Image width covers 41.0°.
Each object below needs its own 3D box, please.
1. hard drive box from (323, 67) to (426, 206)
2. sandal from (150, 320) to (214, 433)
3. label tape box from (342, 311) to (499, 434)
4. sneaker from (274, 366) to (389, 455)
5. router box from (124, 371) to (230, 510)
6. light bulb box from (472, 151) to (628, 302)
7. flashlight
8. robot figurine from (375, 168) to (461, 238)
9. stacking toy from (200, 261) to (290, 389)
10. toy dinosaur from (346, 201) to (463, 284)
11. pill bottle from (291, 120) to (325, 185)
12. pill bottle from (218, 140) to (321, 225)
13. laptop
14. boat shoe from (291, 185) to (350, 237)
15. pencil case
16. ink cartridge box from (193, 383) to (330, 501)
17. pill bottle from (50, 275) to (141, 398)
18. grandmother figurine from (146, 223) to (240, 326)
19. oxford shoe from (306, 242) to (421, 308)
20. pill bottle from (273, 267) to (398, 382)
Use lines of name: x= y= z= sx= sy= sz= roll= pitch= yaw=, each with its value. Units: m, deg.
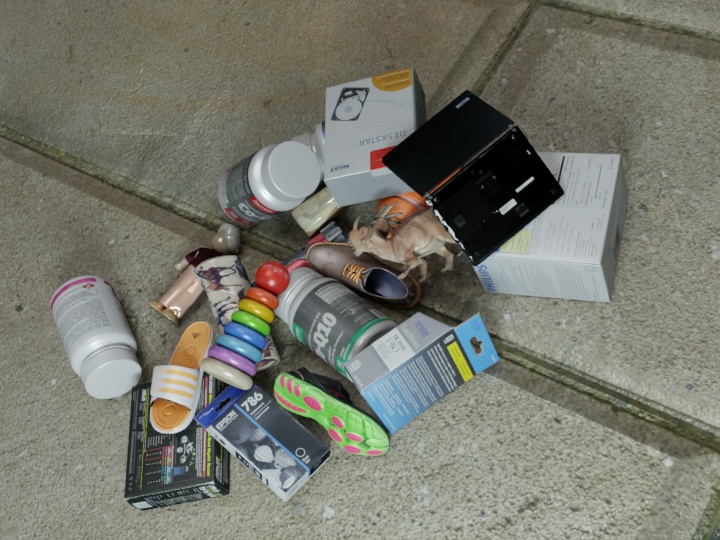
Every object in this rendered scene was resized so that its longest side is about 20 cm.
hard drive box: x=0.026 y=-0.216 z=1.555 sx=0.156 sy=0.077 sz=0.200 roll=-11 pitch=55 yaw=15
sandal: x=-0.288 y=0.155 z=1.510 sx=0.079 sy=0.059 sz=0.207 roll=-3 pitch=52 yaw=19
label tape box: x=0.091 y=0.134 z=1.407 sx=0.200 sy=0.144 sz=0.063 roll=-34 pitch=51 yaw=-3
sneaker: x=-0.034 y=0.202 z=1.448 sx=0.200 sy=0.077 sz=0.084 roll=33 pitch=35 yaw=17
router box: x=-0.284 y=0.264 z=1.516 sx=0.150 sy=0.062 sz=0.200 roll=-13 pitch=55 yaw=13
light bulb box: x=0.290 y=-0.070 z=1.472 sx=0.200 sy=0.125 sz=0.198 roll=5 pitch=62 yaw=24
flashlight: x=-0.103 y=0.003 z=1.616 sx=0.200 sy=0.068 sz=0.068 roll=-39 pitch=97 yaw=-3
robot figurine: x=0.099 y=-0.119 z=1.583 sx=0.117 sy=0.144 sz=0.200 roll=-1 pitch=53 yaw=58
stacking toy: x=-0.165 y=0.077 z=1.476 sx=0.085 sy=0.085 sz=0.200 roll=18 pitch=75 yaw=29
toy dinosaur: x=0.087 y=-0.058 z=1.484 sx=0.200 sy=0.086 sz=0.136 roll=-22 pitch=72 yaw=-8
pill bottle: x=-0.012 y=-0.221 z=1.692 sx=0.200 sy=0.114 sz=0.114 roll=-19 pitch=54 yaw=9
pill bottle: x=-0.156 y=-0.149 z=1.643 sx=0.200 sy=0.114 sz=0.114 roll=-16 pitch=43 yaw=59
laptop: x=0.165 y=-0.140 z=1.433 sx=0.177 sy=0.200 sz=0.103 roll=-39 pitch=11 yaw=-5
boat shoe: x=-0.030 y=-0.142 z=1.632 sx=0.200 sy=0.072 sz=0.065 roll=-42 pitch=79 yaw=7
pencil case: x=-0.204 y=0.072 z=1.557 sx=0.089 sy=0.078 sz=0.200 roll=-23 pitch=78 yaw=1
ink cartridge box: x=-0.150 y=0.245 z=1.450 sx=0.200 sy=0.039 sz=0.099 roll=36 pitch=61 yaw=20
pill bottle: x=-0.449 y=0.113 z=1.644 sx=0.113 sy=0.113 sz=0.200 roll=-32 pitch=53 yaw=-1
grandmother figurine: x=-0.278 y=0.002 z=1.686 sx=0.121 sy=0.061 sz=0.200 roll=31 pitch=76 yaw=24
oxford shoe: x=0.000 y=0.000 z=1.539 sx=0.200 sy=0.073 sz=0.071 roll=20 pitch=90 yaw=15
pill bottle: x=-0.040 y=0.082 z=1.509 sx=0.200 sy=0.113 sz=0.113 roll=34 pitch=75 yaw=35
